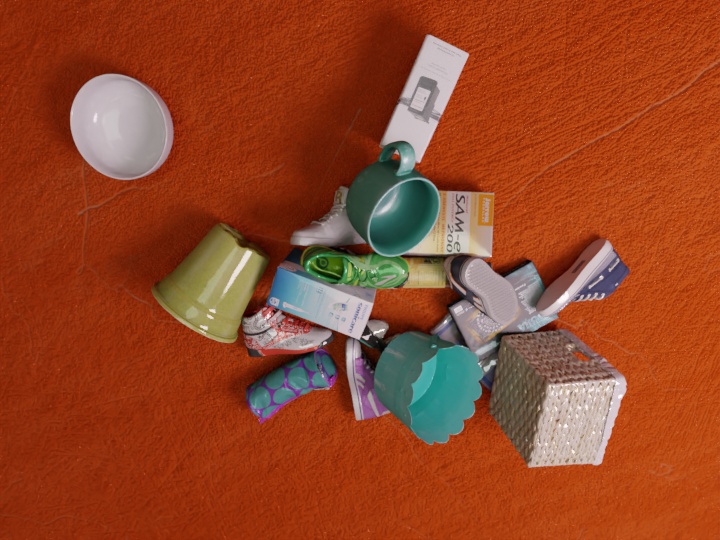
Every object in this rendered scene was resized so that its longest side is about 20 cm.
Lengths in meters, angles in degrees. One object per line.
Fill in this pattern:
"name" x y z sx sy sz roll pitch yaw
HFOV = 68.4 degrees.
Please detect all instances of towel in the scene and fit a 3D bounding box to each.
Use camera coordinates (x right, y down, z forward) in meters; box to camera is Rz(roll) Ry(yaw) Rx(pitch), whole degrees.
"towel" 0.265 0.152 1.140 0.200 0.024 0.147 44 104 -7

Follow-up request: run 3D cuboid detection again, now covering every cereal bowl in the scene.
"cereal bowl" -0.466 -0.286 1.063 0.197 0.083 0.203 1 105 5

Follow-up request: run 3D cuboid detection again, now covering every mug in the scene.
"mug" 0.058 -0.132 0.942 0.151 0.115 0.186 18 111 -43

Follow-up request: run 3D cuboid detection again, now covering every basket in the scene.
"basket" 0.372 0.244 1.037 0.159 0.198 0.203 0 112 -15

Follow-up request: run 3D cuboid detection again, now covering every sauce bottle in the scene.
"sauce bottle" 0.169 0.004 1.092 0.197 0.066 0.067 -1 104 3

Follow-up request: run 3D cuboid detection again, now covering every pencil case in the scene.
"pencil case" -0.153 0.252 1.171 0.198 0.085 0.093 -29 72 12

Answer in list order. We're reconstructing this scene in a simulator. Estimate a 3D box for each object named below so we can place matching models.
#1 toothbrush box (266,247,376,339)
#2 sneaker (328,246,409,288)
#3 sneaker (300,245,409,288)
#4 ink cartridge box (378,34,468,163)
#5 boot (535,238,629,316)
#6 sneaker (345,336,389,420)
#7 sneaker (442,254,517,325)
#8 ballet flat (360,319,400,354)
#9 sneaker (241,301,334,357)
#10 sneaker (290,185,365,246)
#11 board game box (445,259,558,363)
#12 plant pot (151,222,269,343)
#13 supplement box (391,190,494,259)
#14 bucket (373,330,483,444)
"toothbrush box" -0.072 0.042 1.078 0.198 0.147 0.086 22 109 0
"sneaker" 0.000 0.000 1.047 0.197 0.090 0.067 11 85 10
"sneaker" -0.011 0.002 0.950 0.197 0.084 0.075 5 107 -1
"ink cartridge box" 0.112 -0.307 0.974 0.083 0.145 0.202 24 105 -2
"boot" 0.448 0.038 1.057 0.090 0.073 0.200 44 91 -10
"sneaker" 0.029 0.229 1.162 0.113 0.073 0.203 -9 114 3
"sneaker" 0.234 0.031 1.032 0.200 0.079 0.079 44 76 -36
"ballet flat" 0.049 0.150 1.143 0.200 0.068 0.068 41 94 -16
"sneaker" -0.162 0.121 1.148 0.199 0.067 0.109 -9 106 10
"sneaker" -0.056 -0.107 1.037 0.073 0.199 0.117 10 104 43
"board game box" 0.293 0.085 1.095 0.198 0.028 0.136 -28 99 -2
"plant pot" -0.287 0.012 1.083 0.199 0.200 0.185 35 93 -4
"supplement box" 0.158 -0.091 1.048 0.197 0.074 0.128 2 89 4
"bucket" 0.135 0.227 1.075 0.205 0.134 0.210 -11 109 -33
